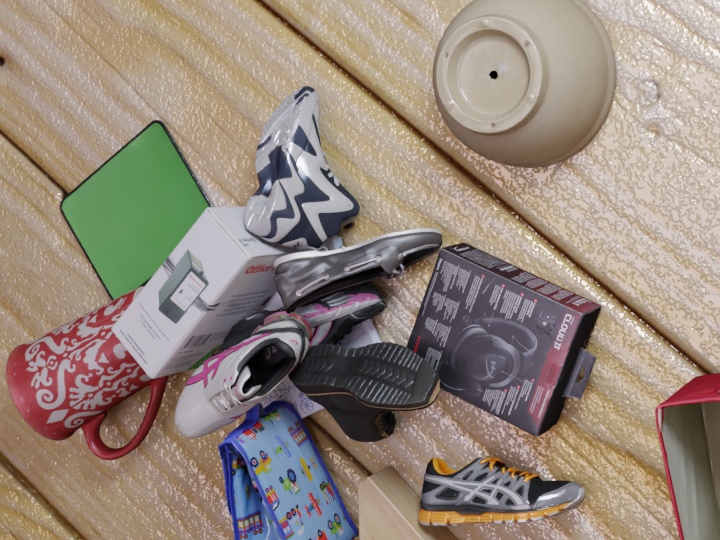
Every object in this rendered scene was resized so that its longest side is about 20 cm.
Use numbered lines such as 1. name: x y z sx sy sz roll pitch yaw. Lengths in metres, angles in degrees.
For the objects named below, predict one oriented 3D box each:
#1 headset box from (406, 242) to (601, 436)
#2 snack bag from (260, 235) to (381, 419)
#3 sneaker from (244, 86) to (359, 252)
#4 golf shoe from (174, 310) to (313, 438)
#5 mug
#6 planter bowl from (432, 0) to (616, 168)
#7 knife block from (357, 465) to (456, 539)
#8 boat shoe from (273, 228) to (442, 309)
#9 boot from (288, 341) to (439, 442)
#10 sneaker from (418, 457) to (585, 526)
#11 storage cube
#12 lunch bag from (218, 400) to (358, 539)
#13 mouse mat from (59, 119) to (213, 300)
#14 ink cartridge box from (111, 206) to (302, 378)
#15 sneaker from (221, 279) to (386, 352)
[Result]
1. headset box: 0.162 0.078 1.685 0.199 0.077 0.150 24 107 21
2. snack bag: -0.070 0.077 1.830 0.199 0.021 0.190 -26 84 26
3. sneaker: -0.053 -0.106 1.775 0.079 0.129 0.201 -25 45 40
4. golf shoe: -0.141 0.123 1.709 0.200 0.092 0.073 -42 97 18
5. mug: -0.312 0.125 1.913 0.199 0.134 0.178 -29 122 21
6. planter bowl: 0.158 -0.208 1.623 0.198 0.134 0.203 3 97 26
7. knife block: 0.088 0.335 1.758 0.174 0.064 0.202 0 96 25
8. boat shoe: 0.000 0.000 1.732 0.198 0.067 0.058 -12 72 1
9. boot: 0.030 0.149 1.721 0.199 0.139 0.078 9 57 43
10. sneaker: 0.154 0.246 1.712 0.198 0.078 0.078 -6 81 23
11. storage cube: 0.410 0.193 1.519 0.169 0.179 0.202 -13 91 26
12. lunch bag: -0.095 0.250 1.776 0.093 0.150 0.202 -12 98 26
13. mouse mat: -0.281 -0.072 1.924 0.199 0.008 0.162 -36 80 26
14. ink cartridge box: -0.173 0.022 1.785 0.084 0.146 0.200 47 112 16
15. sneaker: -0.057 0.075 1.782 0.198 0.081 0.087 -21 117 14
